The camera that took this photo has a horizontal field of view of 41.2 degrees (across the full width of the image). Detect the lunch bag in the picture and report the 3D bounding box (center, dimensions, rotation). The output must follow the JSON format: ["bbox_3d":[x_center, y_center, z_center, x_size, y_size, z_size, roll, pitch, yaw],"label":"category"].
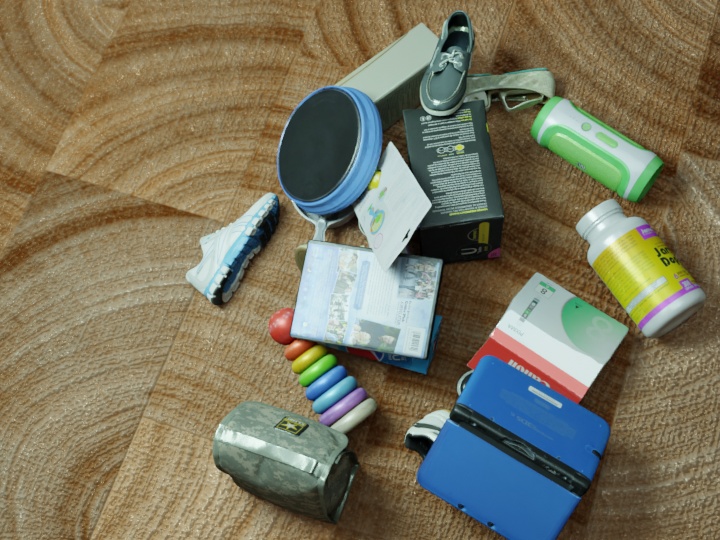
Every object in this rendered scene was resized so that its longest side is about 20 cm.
[{"bbox_3d":[-0.099,0.255,1.298,0.163,0.200,0.118,18,71,13],"label":"lunch bag"}]

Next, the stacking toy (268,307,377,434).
[{"bbox_3d":[-0.066,0.142,1.379,0.085,0.085,0.200,-36,84,-10],"label":"stacking toy"}]

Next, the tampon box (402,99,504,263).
[{"bbox_3d":[0.142,-0.130,1.458,0.126,0.150,0.201,-8,68,3],"label":"tampon box"}]

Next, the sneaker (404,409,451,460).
[{"bbox_3d":[0.135,0.287,1.318,0.087,0.076,0.200,-17,53,-38],"label":"sneaker"}]

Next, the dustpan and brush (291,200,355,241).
[{"bbox_3d":[-0.055,-0.092,1.508,0.139,0.057,0.201,4,68,7],"label":"dustpan and brush"}]

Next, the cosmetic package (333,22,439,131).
[{"bbox_3d":[0.047,-0.299,1.560,0.200,0.104,0.073,-38,69,-11],"label":"cosmetic package"}]

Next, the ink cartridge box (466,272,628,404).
[{"bbox_3d":[0.269,0.107,1.365,0.161,0.050,0.200,33,46,16],"label":"ink cartridge box"}]

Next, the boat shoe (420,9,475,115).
[{"bbox_3d":[0.133,-0.316,1.448,0.072,0.062,0.201,9,52,13],"label":"boat shoe"}]

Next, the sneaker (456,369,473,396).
[{"bbox_3d":[0.229,0.194,1.355,0.199,0.083,0.072,29,73,15],"label":"sneaker"}]

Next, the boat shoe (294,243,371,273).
[{"bbox_3d":[0.000,0.000,1.408,0.199,0.072,0.065,18,43,17],"label":"boat shoe"}]

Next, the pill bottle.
[{"bbox_3d":[0.405,-0.007,1.409,0.104,0.104,0.200,-31,69,-7],"label":"pill bottle"}]

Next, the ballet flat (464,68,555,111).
[{"bbox_3d":[0.221,-0.289,1.563,0.199,0.067,0.063,-6,77,3],"label":"ballet flat"}]

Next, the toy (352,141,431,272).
[{"bbox_3d":[0.053,-0.089,1.364,0.115,0.047,0.200,-56,32,20],"label":"toy"}]

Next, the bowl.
[{"bbox_3d":[-0.053,-0.186,1.458,0.200,0.039,0.202,-15,68,41],"label":"bowl"}]

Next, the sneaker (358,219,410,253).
[{"bbox_3d":[0.053,-0.022,1.467,0.080,0.083,0.201,-11,82,21],"label":"sneaker"}]

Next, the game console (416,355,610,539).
[{"bbox_3d":[0.204,0.243,1.279,0.199,0.119,0.171,30,48,8],"label":"game console"}]

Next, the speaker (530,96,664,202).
[{"bbox_3d":[0.367,-0.190,1.496,0.200,0.089,0.089,36,75,18],"label":"speaker"}]

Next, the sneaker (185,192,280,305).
[{"bbox_3d":[-0.203,-0.049,1.501,0.086,0.075,0.200,28,73,21],"label":"sneaker"}]

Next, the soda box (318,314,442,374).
[{"bbox_3d":[0.014,0.085,1.417,0.199,0.064,0.068,14,37,11],"label":"soda box"}]

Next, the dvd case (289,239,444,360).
[{"bbox_3d":[0.009,0.039,1.343,0.199,0.018,0.143,9,79,11],"label":"dvd case"}]
